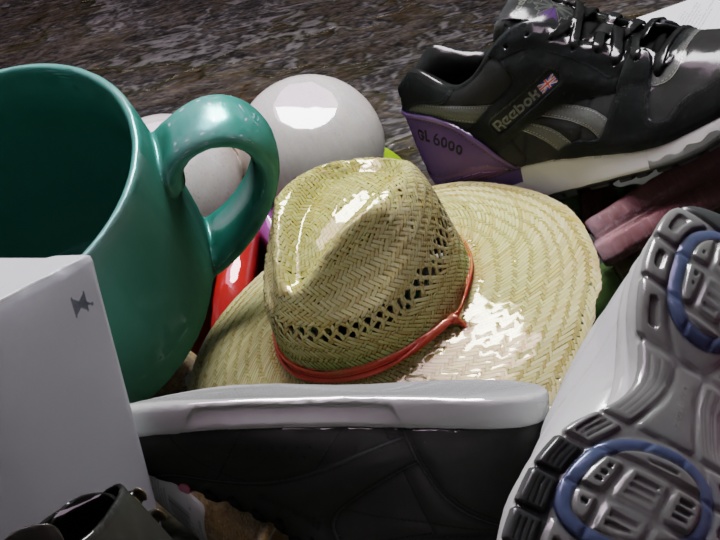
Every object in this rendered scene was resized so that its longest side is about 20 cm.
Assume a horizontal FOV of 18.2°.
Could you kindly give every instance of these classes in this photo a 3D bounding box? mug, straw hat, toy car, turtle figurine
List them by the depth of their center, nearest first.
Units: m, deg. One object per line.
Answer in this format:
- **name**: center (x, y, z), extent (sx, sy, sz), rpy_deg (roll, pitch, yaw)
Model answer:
- **straw hat**: center (0.000, 0.000, 0.950), extent (0.200, 0.085, 0.202), rpy_deg (-14, 40, 12)
- **mug**: center (-0.128, 0.003, 0.988), extent (0.184, 0.115, 0.153), rpy_deg (4, 56, 29)
- **turtle figurine**: center (0.123, 0.030, 1.046), extent (0.200, 0.144, 0.194), rpy_deg (-13, 27, 51)
- **toy car**: center (-0.054, 0.001, 1.249), extent (0.199, 0.175, 0.150), rpy_deg (-16, 51, -11)

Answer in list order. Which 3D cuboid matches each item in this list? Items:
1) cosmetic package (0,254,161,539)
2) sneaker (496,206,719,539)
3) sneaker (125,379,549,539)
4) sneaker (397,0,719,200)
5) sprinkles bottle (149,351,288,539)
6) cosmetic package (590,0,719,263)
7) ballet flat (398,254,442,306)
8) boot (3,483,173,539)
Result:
- **cosmetic package**: center (-0.187, 0.107, 0.873), extent (0.199, 0.200, 0.123), rpy_deg (-2, 19, 36)
- **sneaker**: center (0.094, 0.071, 0.805), extent (0.200, 0.074, 0.087), rpy_deg (-57, 2, -36)
- **sneaker**: center (-0.024, 0.095, 0.871), extent (0.199, 0.100, 0.071), rpy_deg (-1, 4, 17)
- **sneaker**: center (0.101, -0.087, 1.012), extent (0.199, 0.088, 0.076), rpy_deg (-19, 18, 33)
- **sprinkles bottle**: center (-0.070, 0.081, 1.019), extent (0.068, 0.069, 0.200), rpy_deg (-22, 34, -28)
- **cosmetic package**: center (0.166, -0.069, 1.141), extent (0.200, 0.113, 0.081), rpy_deg (-10, 37, 51)
- **ballet flat**: center (0.037, 0.022, 1.120), extent (0.069, 0.070, 0.200), rpy_deg (-11, -5, 6)
- **boot**: center (-0.057, 0.122, 0.794), extent (0.077, 0.139, 0.200), rpy_deg (-25, 6, 8)
